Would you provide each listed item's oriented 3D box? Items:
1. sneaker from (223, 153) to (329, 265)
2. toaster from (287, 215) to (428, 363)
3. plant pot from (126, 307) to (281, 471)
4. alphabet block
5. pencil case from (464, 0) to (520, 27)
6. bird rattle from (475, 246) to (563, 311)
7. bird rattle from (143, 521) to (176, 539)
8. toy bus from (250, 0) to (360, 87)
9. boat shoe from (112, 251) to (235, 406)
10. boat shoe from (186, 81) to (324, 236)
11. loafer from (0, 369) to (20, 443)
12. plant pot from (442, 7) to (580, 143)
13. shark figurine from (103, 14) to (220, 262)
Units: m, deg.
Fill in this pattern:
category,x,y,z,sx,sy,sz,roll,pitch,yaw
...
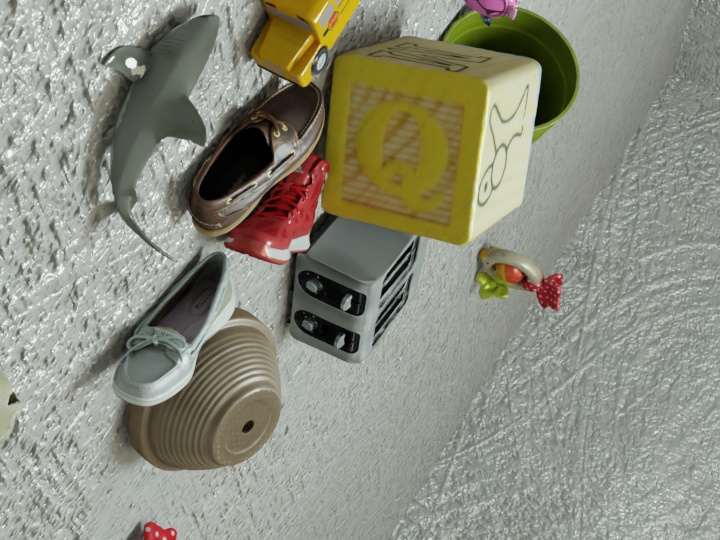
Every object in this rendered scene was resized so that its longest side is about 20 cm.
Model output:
category,x,y,z,sx,sy,sz,roll,pitch,yaw
sneaker,-0.091,-0.077,1.422,0.200,0.078,0.117,-46,152,-78
toaster,0.000,0.000,1.722,0.200,0.118,0.182,-50,161,-37
plant pot,-0.154,0.149,1.429,0.200,0.092,0.202,-32,139,-33
alphabet block,0.086,-0.161,1.523,0.200,0.195,0.197,-31,129,-61
pencil case,0.211,-0.430,1.725,0.201,0.093,0.091,-57,164,-19
bird rattle,0.325,0.014,2.675,0.113,0.199,0.163,-58,140,-14
bird rattle,-0.280,0.420,1.612,0.163,0.112,0.202,107,3,-71
toy bus,-0.034,-0.282,1.243,0.201,0.065,0.078,-59,164,-11
boat shoe,-0.189,0.059,1.314,0.202,0.074,0.065,-52,156,-46
boat shoe,-0.100,-0.122,1.288,0.201,0.070,0.070,-55,167,-23
loafer,-0.310,0.090,0.980,0.069,0.075,0.200,-58,173,-19
plant pot,0.191,-0.240,1.840,0.201,0.199,0.193,-55,174,-25
shark figurine,-0.167,-0.107,1.079,0.128,0.089,0.216,-19,133,-66
